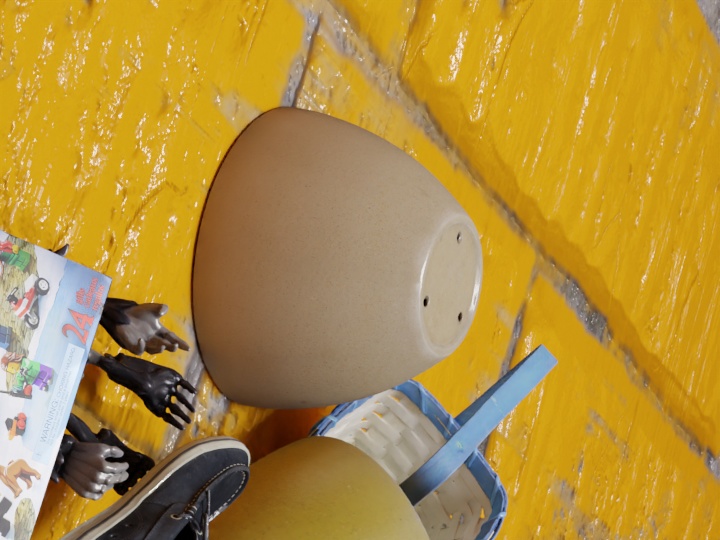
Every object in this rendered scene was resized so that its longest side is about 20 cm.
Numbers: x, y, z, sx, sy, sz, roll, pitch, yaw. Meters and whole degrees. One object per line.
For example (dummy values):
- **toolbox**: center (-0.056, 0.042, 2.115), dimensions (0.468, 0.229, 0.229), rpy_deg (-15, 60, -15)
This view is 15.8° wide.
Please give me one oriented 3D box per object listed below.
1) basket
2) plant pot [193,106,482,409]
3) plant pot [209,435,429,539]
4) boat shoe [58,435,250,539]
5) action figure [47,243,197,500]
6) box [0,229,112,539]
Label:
- **basket**: center (0.035, 0.137, 1.722), dimensions (0.176, 0.139, 0.200), rpy_deg (-38, 172, -49)
- **plant pot**: center (0.000, 0.000, 1.684), dimensions (0.200, 0.134, 0.201), rpy_deg (-27, 121, -57)
- **plant pot**: center (-0.061, 0.216, 1.605), dimensions (0.142, 0.200, 0.200), rpy_deg (-14, 113, -36)
- **boat shoe**: center (-0.113, 0.154, 1.438), dimensions (0.200, 0.062, 0.075), rpy_deg (-36, 156, -55)
- **action figure**: center (-0.152, 0.062, 1.447), dimensions (0.119, 0.102, 0.200), rpy_deg (-63, 151, -9)
- **box**: center (-0.219, 0.073, 1.321), dimensions (0.136, 0.038, 0.200), rpy_deg (24, 74, -32)
